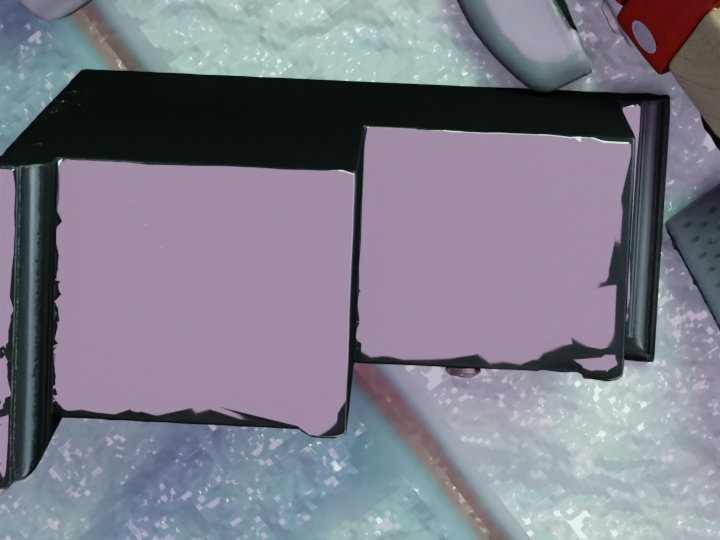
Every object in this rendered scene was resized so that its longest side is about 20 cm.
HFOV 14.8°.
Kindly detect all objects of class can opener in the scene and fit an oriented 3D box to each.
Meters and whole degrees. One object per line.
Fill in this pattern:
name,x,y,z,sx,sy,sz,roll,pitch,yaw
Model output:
can opener,0.032,-0.151,0.875,0.067,0.053,0.200,-28,100,7

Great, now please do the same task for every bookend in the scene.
bookend,0.000,0.000,0.837,0.200,0.199,0.092,2,101,0

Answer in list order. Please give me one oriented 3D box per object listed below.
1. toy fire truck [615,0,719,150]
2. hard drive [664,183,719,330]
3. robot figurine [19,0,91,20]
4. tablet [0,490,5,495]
toy fire truck,0.138,-0.160,0.830,0.176,0.129,0.200,-33,81,-17
hard drive,0.203,-0.023,0.865,0.200,0.135,0.042,-31,123,7
robot figurine,-0.128,-0.173,0.843,0.170,0.113,0.200,-43,101,-30
tablet,-0.217,0.013,0.941,0.130,0.014,0.200,-24,102,7
